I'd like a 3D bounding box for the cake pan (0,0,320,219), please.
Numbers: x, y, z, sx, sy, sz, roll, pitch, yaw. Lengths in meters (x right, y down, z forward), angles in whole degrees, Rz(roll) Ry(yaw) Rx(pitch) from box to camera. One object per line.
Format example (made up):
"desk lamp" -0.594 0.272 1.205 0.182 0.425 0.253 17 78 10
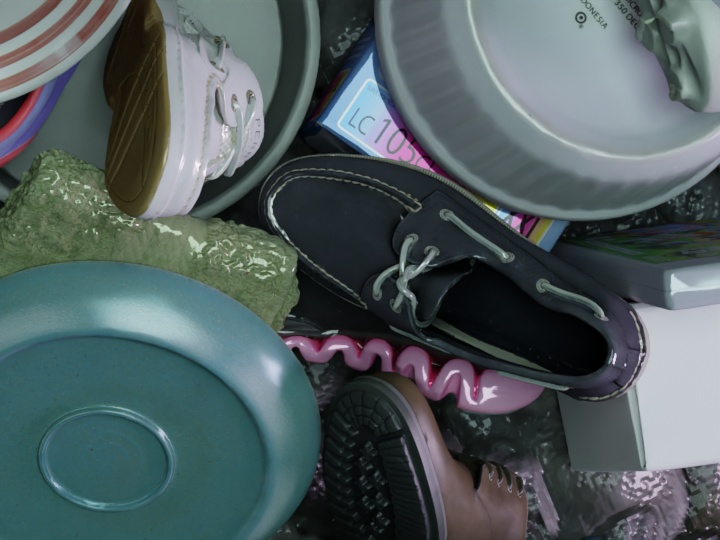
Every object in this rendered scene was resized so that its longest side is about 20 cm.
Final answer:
"cake pan" -0.120 -0.115 1.388 0.200 0.037 0.201 0 88 -11

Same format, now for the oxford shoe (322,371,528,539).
"oxford shoe" 0.036 0.110 1.367 0.084 0.073 0.200 -47 141 -26

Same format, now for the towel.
"towel" -0.129 0.038 1.332 0.148 0.037 0.200 22 125 -15

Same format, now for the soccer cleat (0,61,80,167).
"soccer cleat" -0.142 -0.134 1.326 0.067 0.076 0.200 32 83 -9

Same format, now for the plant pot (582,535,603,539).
"plant pot" 0.153 0.230 1.351 0.141 0.200 0.141 35 83 -8

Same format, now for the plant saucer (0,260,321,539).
"plant saucer" -0.119 0.082 1.326 0.200 0.027 0.200 1 128 2

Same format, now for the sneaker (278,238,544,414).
"sneaker" 0.000 0.000 1.363 0.200 0.079 0.096 14 112 5

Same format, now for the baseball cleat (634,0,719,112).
"baseball cleat" 0.154 -0.174 1.267 0.106 0.070 0.200 -19 100 -19

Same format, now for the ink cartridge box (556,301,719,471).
"ink cartridge box" 0.207 0.047 1.393 0.200 0.147 0.083 -7 87 -10

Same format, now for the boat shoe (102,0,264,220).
"boat shoe" -0.074 -0.074 1.282 0.069 0.200 0.071 22 112 -15

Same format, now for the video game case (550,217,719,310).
"video game case" 0.203 -0.011 1.367 0.182 0.200 0.022 -8 95 -11

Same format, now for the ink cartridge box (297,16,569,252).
"ink cartridge box" 0.080 -0.114 1.410 0.136 0.076 0.200 35 81 -9

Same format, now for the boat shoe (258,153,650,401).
"boat shoe" 0.039 0.000 1.294 0.200 0.063 0.073 27 96 11

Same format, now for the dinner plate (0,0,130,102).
"dinner plate" -0.190 -0.160 1.231 0.200 0.024 0.200 -6 122 -9

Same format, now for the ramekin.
"ramekin" 0.113 -0.124 1.330 0.202 0.094 0.203 1 87 -11
